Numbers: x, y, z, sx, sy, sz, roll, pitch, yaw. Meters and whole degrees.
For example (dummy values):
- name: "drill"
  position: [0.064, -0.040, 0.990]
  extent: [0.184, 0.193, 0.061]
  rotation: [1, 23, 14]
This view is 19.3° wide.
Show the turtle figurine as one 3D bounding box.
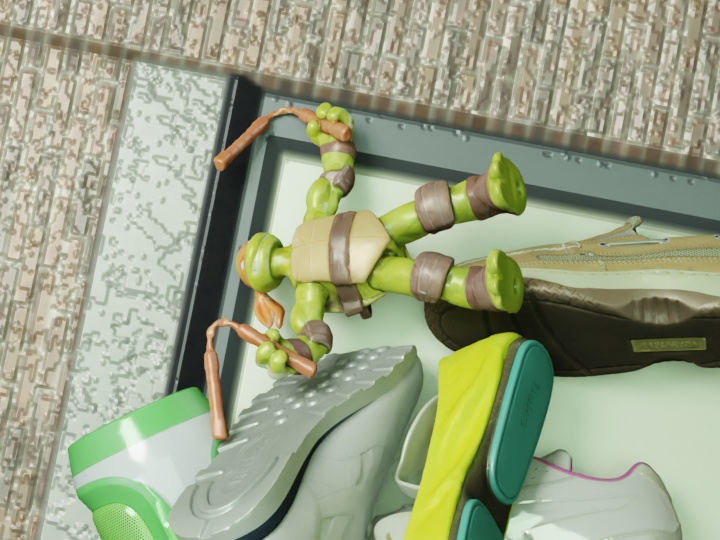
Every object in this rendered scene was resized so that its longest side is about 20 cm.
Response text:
- name: "turtle figurine"
  position: [0.000, 0.000, 1.055]
  extent: [0.161, 0.064, 0.200]
  rotation: [-5, 53, 22]

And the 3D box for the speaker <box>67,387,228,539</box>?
- name: "speaker"
  position: [-0.072, 0.163, 1.057]
  extent: [0.088, 0.088, 0.200]
  rotation: [-25, 85, -2]

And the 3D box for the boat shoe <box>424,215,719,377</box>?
- name: "boat shoe"
  position: [0.134, 0.008, 1.086]
  extent: [0.200, 0.072, 0.076]
  rotation: [2, 51, 9]

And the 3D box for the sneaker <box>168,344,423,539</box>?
- name: "sneaker"
  position: [-0.021, 0.104, 1.032]
  extent: [0.076, 0.200, 0.081]
  rotation: [-14, 110, 37]

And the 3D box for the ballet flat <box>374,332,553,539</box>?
- name: "ballet flat"
  position: [0.043, 0.115, 1.019]
  extent: [0.067, 0.067, 0.200]
  rotation: [-5, 47, 27]

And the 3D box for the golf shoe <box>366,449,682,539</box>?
- name: "golf shoe"
  position: [0.066, 0.136, 1.076]
  extent: [0.200, 0.075, 0.092]
  rotation: [4, 61, 3]
